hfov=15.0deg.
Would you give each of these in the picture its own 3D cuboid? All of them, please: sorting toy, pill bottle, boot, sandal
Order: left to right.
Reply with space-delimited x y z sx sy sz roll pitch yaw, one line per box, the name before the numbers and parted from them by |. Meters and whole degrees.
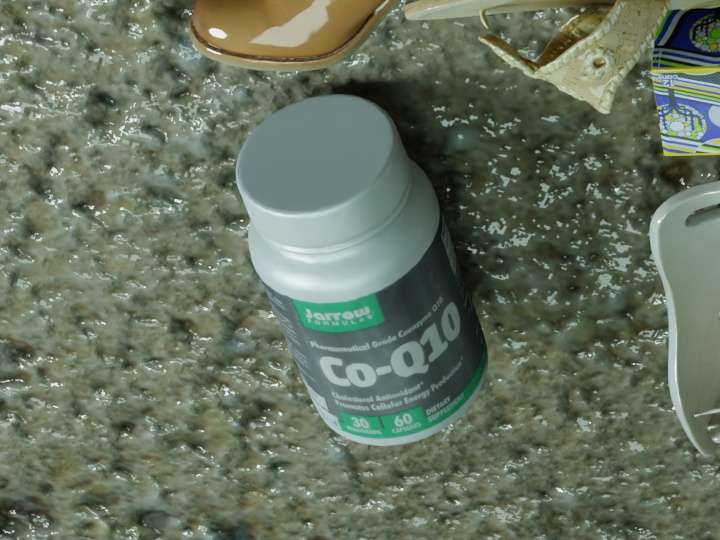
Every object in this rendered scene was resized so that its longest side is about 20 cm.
boot | -0.010 -0.183 1.402 0.200 0.077 0.155 -7 140 14
pill bottle | 0.000 0.000 1.589 0.113 0.113 0.200 -4 138 17
sandal | 0.131 -0.116 1.397 0.211 0.070 0.078 -9 179 -13
sorting toy | 0.251 0.003 1.528 0.200 0.107 0.180 -14 141 26

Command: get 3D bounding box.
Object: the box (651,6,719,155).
box | 0.257 -0.107 1.448 0.200 0.064 0.070 -1 139 13
